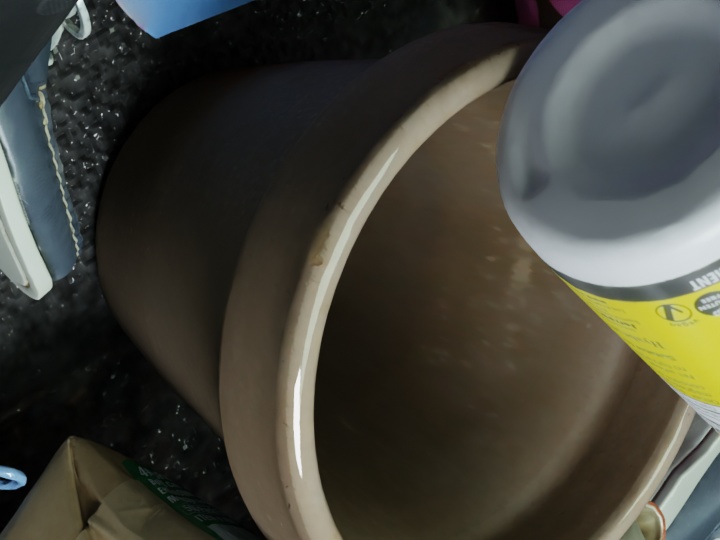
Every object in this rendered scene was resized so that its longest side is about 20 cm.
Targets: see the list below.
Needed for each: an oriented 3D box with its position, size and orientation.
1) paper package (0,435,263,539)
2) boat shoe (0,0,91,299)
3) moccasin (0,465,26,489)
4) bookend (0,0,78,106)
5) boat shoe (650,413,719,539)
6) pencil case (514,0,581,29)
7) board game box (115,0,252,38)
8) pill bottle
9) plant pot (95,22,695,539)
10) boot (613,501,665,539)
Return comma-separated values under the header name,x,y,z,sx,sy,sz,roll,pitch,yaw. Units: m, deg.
name,x,y,z,sx,sy,sz,roll,pitch,yaw
paper package,-0.077,0.183,0.847,0.191,0.103,0.200,-57,151,-9
boat shoe,-0.124,-0.087,0.760,0.062,0.075,0.201,-32,112,-26
moccasin,-0.157,0.040,0.780,0.080,0.068,0.201,-27,122,-32
bookend,-0.188,-0.102,0.666,0.092,0.199,0.201,-12,69,-39
boat shoe,0.170,0.069,1.071,0.200,0.075,0.062,-51,130,-13
pencil case,0.117,-0.058,0.975,0.091,0.093,0.201,-32,124,-29
board game box,-0.043,-0.176,0.823,0.200,0.039,0.159,-28,125,-43
pill bottle,0.137,-0.002,0.760,0.200,0.111,0.112,41,78,-43
plant pot,0.000,0.000,0.833,0.199,0.174,0.202,-17,117,-37
boot,0.062,0.108,0.911,0.107,0.200,0.075,-26,112,2
